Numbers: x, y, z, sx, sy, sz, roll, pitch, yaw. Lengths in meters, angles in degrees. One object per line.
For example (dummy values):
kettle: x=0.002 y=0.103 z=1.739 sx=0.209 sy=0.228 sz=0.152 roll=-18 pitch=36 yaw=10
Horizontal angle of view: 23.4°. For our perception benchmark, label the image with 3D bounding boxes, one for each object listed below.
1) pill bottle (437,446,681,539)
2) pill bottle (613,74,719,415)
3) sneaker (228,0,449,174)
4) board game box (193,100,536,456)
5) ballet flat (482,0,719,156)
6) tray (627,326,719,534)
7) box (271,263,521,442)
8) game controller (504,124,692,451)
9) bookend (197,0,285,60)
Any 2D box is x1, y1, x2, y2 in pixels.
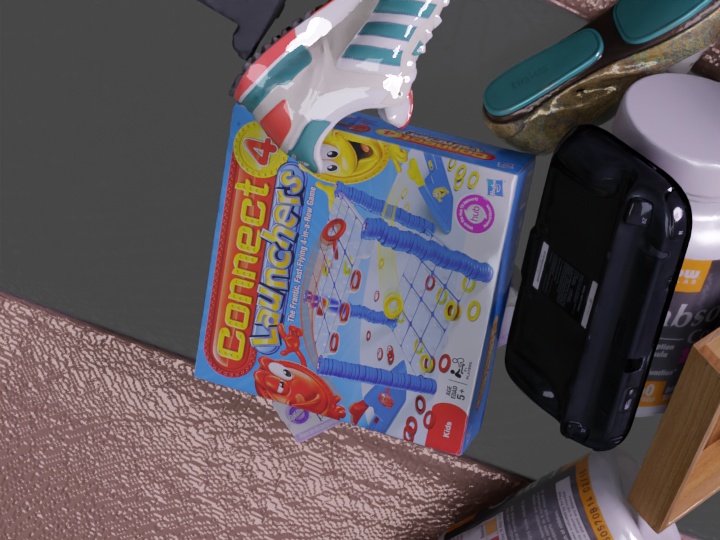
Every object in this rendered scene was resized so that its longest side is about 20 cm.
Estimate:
pill bottle: x=0.122 y=0.217 z=1.243 sx=0.199 sy=0.116 sz=0.117 roll=-30 pitch=107 yaw=20
pill bottle: x=0.185 y=-0.015 z=1.099 sx=0.116 sy=0.117 sz=0.201 roll=14 pitch=129 yaw=2
sneaker: x=0.018 y=-0.142 z=1.090 sx=0.200 sy=0.070 sz=0.094 roll=-38 pitch=93 yaw=1
board game box: x=0.000 y=0.000 z=1.160 sx=0.195 sy=0.056 sz=0.201 roll=15 pitch=109 yaw=14
ballet flat: x=0.171 y=-0.136 z=1.106 sx=0.200 sy=0.071 sz=0.071 roll=-31 pitch=107 yaw=20
tray: x=0.233 y=0.086 z=1.105 sx=0.037 sy=0.098 sz=0.200 roll=49 pitch=155 yaw=24
box: x=0.031 y=0.059 z=1.225 sx=0.199 sy=0.041 sz=0.039 roll=-27 pitch=107 yaw=20
game controller: x=0.138 y=0.013 z=1.041 sx=0.042 sy=0.104 sz=0.201 roll=-13 pitch=132 yaw=-29
bookend: x=-0.100 y=-0.271 z=1.062 sx=0.198 sy=0.092 sz=0.200 roll=29 pitch=117 yaw=-4
